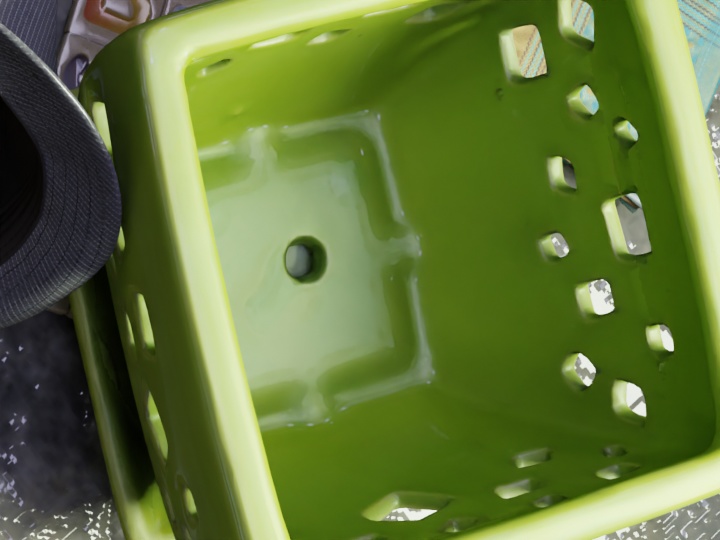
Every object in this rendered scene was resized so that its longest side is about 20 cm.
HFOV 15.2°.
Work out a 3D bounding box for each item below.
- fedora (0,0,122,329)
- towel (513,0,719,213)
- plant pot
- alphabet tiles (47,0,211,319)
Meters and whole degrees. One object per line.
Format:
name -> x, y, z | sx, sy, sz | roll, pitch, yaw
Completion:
fedora -> -0.162, -0.062, 0.891 | 0.177, 0.200, 0.090 | 41, 42, -26
towel -> 0.071, -0.133, 1.074 | 0.200, 0.022, 0.147 | 33, 73, -21
plant pot -> 0.000, 0.000, 0.943 | 0.200, 0.181, 0.200 | -14, 93, -24
alphabet tiles -> -0.038, -0.061, 1.032 | 0.167, 0.008, 0.201 | 20, 79, -22
